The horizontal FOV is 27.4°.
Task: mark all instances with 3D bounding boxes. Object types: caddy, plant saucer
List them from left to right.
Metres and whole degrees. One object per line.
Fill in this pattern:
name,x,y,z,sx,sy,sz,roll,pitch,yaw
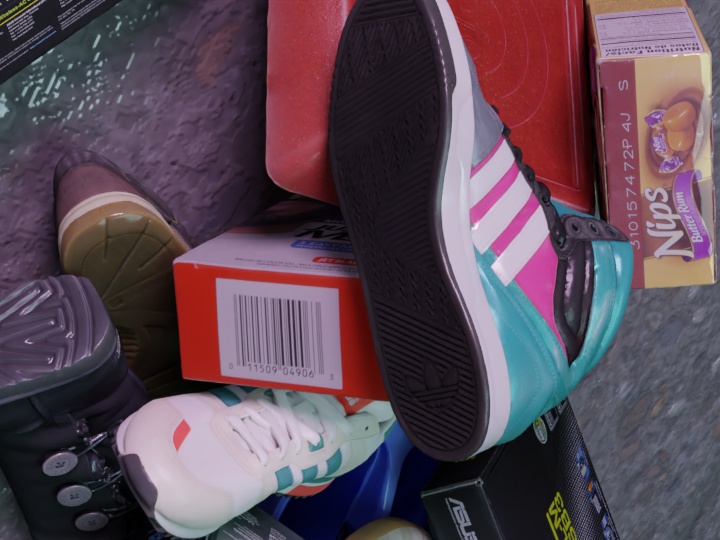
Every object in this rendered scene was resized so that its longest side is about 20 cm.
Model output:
caddy,-0.030,0.166,0.915,0.141,0.105,0.201,14,107,-47
plant saucer,0.046,-0.115,0.726,0.199,0.037,0.201,16,64,-36

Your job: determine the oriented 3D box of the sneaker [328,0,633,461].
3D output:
sneaker,0.060,-0.027,0.645,0.120,0.083,0.201,-9,91,-46

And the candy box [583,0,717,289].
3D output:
candy box,0.148,-0.081,0.775,0.056,0.200,0.117,-3,113,9

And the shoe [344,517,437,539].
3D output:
shoe,0.041,0.196,0.886,0.070,0.053,0.200,-61,146,-2

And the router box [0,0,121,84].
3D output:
router box,-0.144,-0.165,0.587,0.200,0.062,0.150,-40,148,-21

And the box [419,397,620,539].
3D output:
box,0.117,0.183,0.941,0.201,0.047,0.193,69,23,-9

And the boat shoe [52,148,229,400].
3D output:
boat shoe,-0.105,0.008,0.763,0.071,0.066,0.201,-22,148,0

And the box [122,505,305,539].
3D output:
box,-0.058,0.212,0.817,0.159,0.046,0.200,-32,120,34

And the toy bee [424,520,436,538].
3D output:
toy bee,0.056,0.172,1.018,0.131,0.108,0.201,-14,96,-54

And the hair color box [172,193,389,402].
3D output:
hair color box,0.000,0.000,0.759,0.200,0.110,0.064,-35,126,-64

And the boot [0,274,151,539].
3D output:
boot,-0.181,0.086,0.746,0.164,0.066,0.200,-9,151,0

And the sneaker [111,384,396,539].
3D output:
sneaker,-0.039,0.072,0.724,0.093,0.071,0.200,-39,164,20
